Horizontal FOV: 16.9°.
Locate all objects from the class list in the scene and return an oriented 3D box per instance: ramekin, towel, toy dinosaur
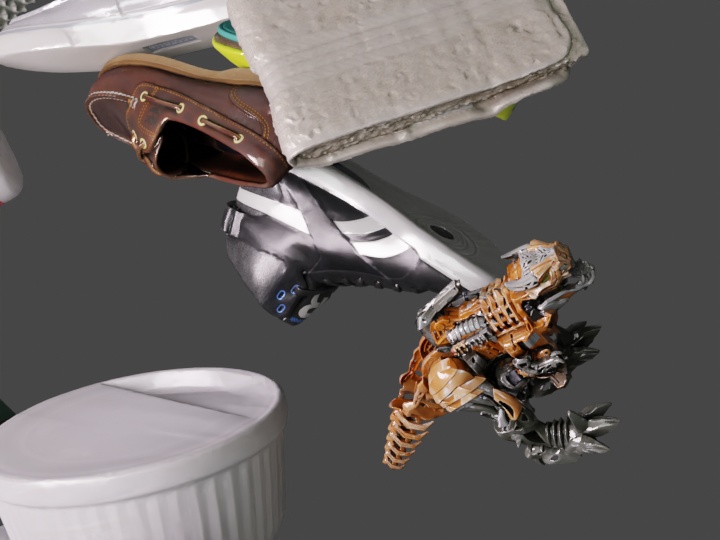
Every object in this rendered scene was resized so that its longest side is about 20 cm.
[{"bbox_3d":[-0.139,0.139,1.560,0.202,0.202,0.094,-6,106,19],"label":"ramekin"},{"bbox_3d":[0.028,-0.144,1.484,0.200,0.035,0.133,-18,59,-9],"label":"towel"},{"bbox_3d":[0.081,0.055,1.495,0.200,0.136,0.102,-29,46,51],"label":"toy dinosaur"}]

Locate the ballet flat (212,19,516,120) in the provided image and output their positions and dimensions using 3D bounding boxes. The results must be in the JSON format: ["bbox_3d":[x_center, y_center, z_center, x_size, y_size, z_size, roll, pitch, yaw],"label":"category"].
[{"bbox_3d":[0.005,-0.121,1.532,0.200,0.067,0.067,1,113,3],"label":"ballet flat"}]

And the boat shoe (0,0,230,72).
[{"bbox_3d":[-0.149,-0.177,1.591,0.200,0.072,0.069,-11,78,22],"label":"boat shoe"}]

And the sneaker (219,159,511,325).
[{"bbox_3d":[0.000,0.000,1.561,0.200,0.073,0.112,33,109,21],"label":"sneaker"}]

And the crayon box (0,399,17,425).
[{"bbox_3d":[-0.353,0.080,1.696,0.200,0.052,0.126,45,107,9],"label":"crayon box"}]

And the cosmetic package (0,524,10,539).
[{"bbox_3d":[-0.247,0.254,1.601,0.052,0.200,0.151,13,99,16],"label":"cosmetic package"}]

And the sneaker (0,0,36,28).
[{"bbox_3d":[-0.301,-0.192,1.640,0.200,0.070,0.100,-36,70,14],"label":"sneaker"}]

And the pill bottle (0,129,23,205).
[{"bbox_3d":[-0.336,-0.052,1.617,0.200,0.111,0.111,-30,86,2],"label":"pill bottle"}]

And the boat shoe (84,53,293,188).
[{"bbox_3d":[-0.111,-0.092,1.546,0.200,0.070,0.070,7,59,45],"label":"boat shoe"}]
